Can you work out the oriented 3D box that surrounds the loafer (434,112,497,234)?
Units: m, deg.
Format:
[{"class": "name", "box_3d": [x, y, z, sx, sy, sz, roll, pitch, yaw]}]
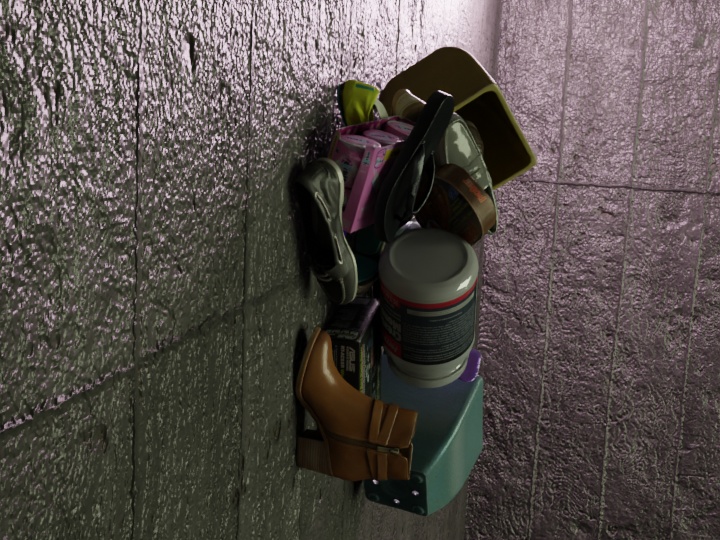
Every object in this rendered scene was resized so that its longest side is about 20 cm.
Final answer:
[{"class": "loafer", "box_3d": [0.155, -0.135, 1.371, 0.070, 0.070, 0.201, -37, 130, -12]}]

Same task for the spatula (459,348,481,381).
[{"class": "spatula", "box_3d": [0.105, 0.135, 1.598, 0.021, 0.197, 0.057, 119, -14, -72]}]

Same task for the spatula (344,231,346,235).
[{"class": "spatula", "box_3d": [-0.017, -0.080, 1.375, 0.200, 0.020, 0.057, -58, 163, -68]}]

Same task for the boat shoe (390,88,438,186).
[{"class": "boat shoe", "box_3d": [0.079, -0.173, 1.425, 0.065, 0.071, 0.202, -125, -162, -44]}]

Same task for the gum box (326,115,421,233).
[{"class": "gum box", "box_3d": [0.018, -0.129, 1.265, 0.199, 0.066, 0.115, -26, 138, -59]}]

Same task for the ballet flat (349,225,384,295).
[{"class": "ballet flat", "box_3d": [0.000, 0.000, 1.399, 0.200, 0.066, 0.063, -59, 164, -61]}]

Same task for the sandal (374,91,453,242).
[{"class": "sandal", "box_3d": [0.072, -0.127, 1.216, 0.202, 0.042, 0.076, -65, 160, 5]}]

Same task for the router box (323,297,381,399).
[{"class": "router box", "box_3d": [-0.013, 0.159, 1.396, 0.150, 0.061, 0.203, -57, 150, -66]}]

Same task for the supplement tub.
[{"class": "supplement tub", "box_3d": [0.096, 0.055, 1.378, 0.141, 0.138, 0.202, -71, 164, -46]}]

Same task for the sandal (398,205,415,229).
[{"class": "sandal", "box_3d": [0.037, -0.089, 1.450, 0.077, 0.042, 0.201, 64, -20, 18]}]

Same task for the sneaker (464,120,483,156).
[{"class": "sneaker", "box_3d": [0.137, -0.129, 1.479, 0.076, 0.069, 0.202, -110, -155, -44]}]

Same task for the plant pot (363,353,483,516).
[{"class": "plant pot", "box_3d": [0.090, 0.296, 1.649, 0.201, 0.193, 0.198, -60, 153, -43]}]

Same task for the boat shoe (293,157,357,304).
[{"class": "boat shoe", "box_3d": [-0.049, -0.039, 1.189, 0.057, 0.066, 0.203, -35, 130, -39]}]

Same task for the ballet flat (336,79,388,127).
[{"class": "ballet flat", "box_3d": [0.013, -0.189, 1.370, 0.201, 0.066, 0.068, 77, 19, -54]}]

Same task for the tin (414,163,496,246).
[{"class": "tin", "box_3d": [0.130, -0.083, 1.359, 0.042, 0.112, 0.200, -37, 176, -16]}]

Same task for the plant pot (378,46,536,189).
[{"class": "plant pot", "box_3d": [0.139, -0.244, 1.567, 0.196, 0.193, 0.202, 49, 16, -44]}]

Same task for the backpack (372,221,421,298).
[{"class": "backpack", "box_3d": [0.086, 0.006, 1.622, 0.168, 0.124, 0.202, -72, 165, -47]}]

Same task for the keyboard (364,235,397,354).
[{"class": "keyboard", "box_3d": [0.056, 0.041, 1.529, 0.021, 0.125, 0.203, -127, -140, -63]}]

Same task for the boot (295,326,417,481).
[{"class": "boot", "box_3d": [-0.003, 0.176, 1.237, 0.077, 0.153, 0.204, -29, 123, -74]}]
